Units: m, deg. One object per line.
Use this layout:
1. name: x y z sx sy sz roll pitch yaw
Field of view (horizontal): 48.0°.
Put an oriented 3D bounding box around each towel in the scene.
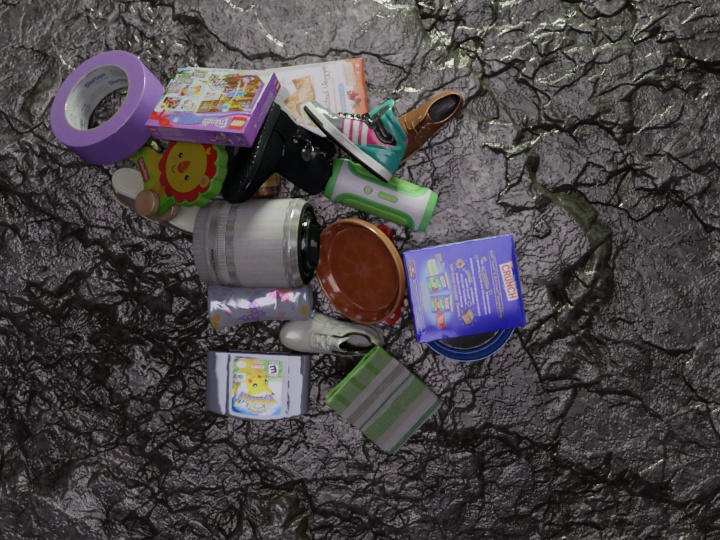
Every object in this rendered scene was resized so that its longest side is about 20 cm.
1. towel: 0.044 0.242 1.512 0.149 0.031 0.200 -46 119 1

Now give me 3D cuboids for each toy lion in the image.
1. toy lion: -0.321 -0.192 1.417 0.191 0.069 0.200 -33 68 21

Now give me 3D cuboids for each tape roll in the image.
1. tape roll: -0.451 -0.290 1.441 0.199 0.066 0.201 -9 64 20

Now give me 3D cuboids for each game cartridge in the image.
1. game cartridge: -0.196 0.220 1.548 0.199 0.040 0.134 2 98 0

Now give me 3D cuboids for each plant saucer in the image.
1. plant saucer: 0.000 0.000 1.479 0.200 0.032 0.201 18 121 33

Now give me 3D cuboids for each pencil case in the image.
1. pencil case: -0.187 0.058 1.509 0.199 0.083 0.091 -7 77 0

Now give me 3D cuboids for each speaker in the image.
1. speaker: 0.037 -0.139 1.490 0.199 0.088 0.089 20 95 -1

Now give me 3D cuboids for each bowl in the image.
1. bowl: 0.198 0.070 1.530 0.200 0.039 0.201 0 95 0

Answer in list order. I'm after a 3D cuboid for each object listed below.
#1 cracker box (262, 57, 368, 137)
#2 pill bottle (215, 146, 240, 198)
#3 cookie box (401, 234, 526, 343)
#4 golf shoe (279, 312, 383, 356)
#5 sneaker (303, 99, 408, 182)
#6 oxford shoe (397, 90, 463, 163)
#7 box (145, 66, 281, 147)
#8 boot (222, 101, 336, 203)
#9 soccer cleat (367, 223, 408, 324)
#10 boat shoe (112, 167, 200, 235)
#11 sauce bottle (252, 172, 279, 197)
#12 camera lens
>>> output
1. cracker box: -0.087 -0.310 1.490 0.199 0.058 0.134 -7 97 2
2. pill bottle: -0.264 -0.233 1.475 0.106 0.106 0.201 4 94 0
3. cookie box: 0.186 0.032 1.470 0.199 0.075 0.172 -9 94 1
4. golf shoe: -0.056 0.123 1.508 0.199 0.097 0.079 1 96 1
5. sneaker: 0.007 -0.262 1.429 0.200 0.084 0.121 40 91 1
6. oxford shoe: 0.105 -0.265 1.489 0.200 0.071 0.071 -41 95 5
7. box: -0.250 -0.279 1.370 0.199 0.039 0.137 9 62 24
8. boot: -0.132 -0.172 1.401 0.168 0.076 0.201 33 68 -35
9. soccer cleat: 0.035 0.006 1.518 0.085 0.069 0.201 8 118 39
10. boat shoe: -0.369 -0.119 1.508 0.201 0.060 0.072 29 57 -4
11. sauce bottle: -0.185 -0.232 1.441 0.066 0.066 0.201 -7 103 1
12. camera lens: -0.179 -0.049 1.442 0.199 0.160 0.161 1 95 9
